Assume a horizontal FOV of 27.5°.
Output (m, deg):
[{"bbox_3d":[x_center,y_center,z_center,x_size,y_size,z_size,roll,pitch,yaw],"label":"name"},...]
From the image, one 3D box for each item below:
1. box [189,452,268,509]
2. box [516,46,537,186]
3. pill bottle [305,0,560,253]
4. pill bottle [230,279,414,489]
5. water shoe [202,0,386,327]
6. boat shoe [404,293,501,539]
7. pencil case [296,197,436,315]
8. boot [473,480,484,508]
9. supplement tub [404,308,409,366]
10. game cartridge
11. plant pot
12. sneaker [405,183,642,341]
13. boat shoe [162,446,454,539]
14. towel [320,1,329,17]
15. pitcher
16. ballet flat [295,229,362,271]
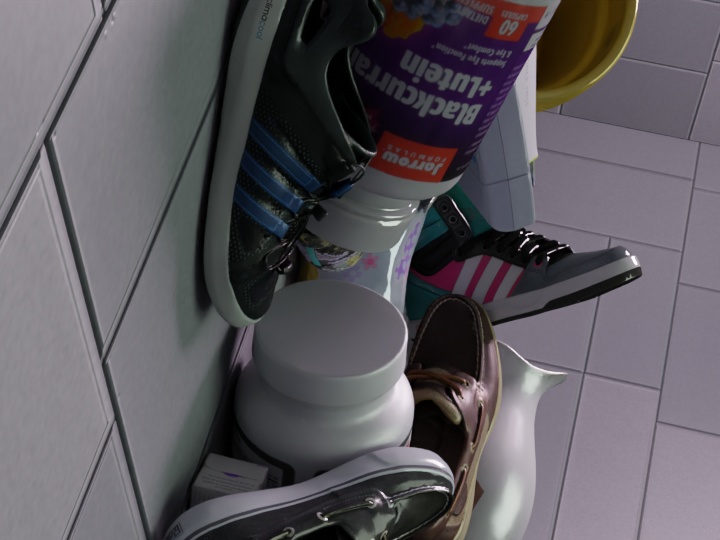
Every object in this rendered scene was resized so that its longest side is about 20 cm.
[{"bbox_3d":[-0.090,0.210,0.916,0.039,0.041,0.201,-64,164,-63],"label":"box"},{"bbox_3d":[0.065,-0.155,1.054,0.048,0.122,0.201,-37,131,-52],"label":"box"},{"bbox_3d":[0.027,-0.111,0.835,0.200,0.111,0.112,-62,-178,33],"label":"pill bottle"},{"bbox_3d":[-0.026,0.114,0.948,0.116,0.115,0.201,-68,168,-52],"label":"pill bottle"},{"bbox_3d":[-0.033,-0.054,0.767,0.072,0.079,0.201,-63,163,-62],"label":"water shoe"},{"bbox_3d":[0.057,0.100,1.034,0.072,0.072,0.201,72,28,-61],"label":"boat shoe"},{"bbox_3d":[0.000,0.000,1.059,0.083,0.090,0.201,-136,-124,-66],"label":"pencil case"},{"bbox_3d":[0.050,0.237,1.131,0.201,0.064,0.186,-63,148,-9],"label":"boot"},{"bbox_3d":[0.058,-0.008,1.323,0.132,0.131,0.201,-8,109,-82],"label":"supplement tub"},{"bbox_3d":[0.069,-0.131,0.949,0.133,0.040,0.201,-124,-161,-66],"label":"game cartridge"},{"bbox_3d":[0.132,-0.236,1.358,0.189,0.200,0.202,152,-48,-79],"label":"plant pot"},{"bbox_3d":[0.111,-0.023,1.119,0.084,0.199,0.121,-11,87,-57],"label":"sneaker"},{"bbox_3d":[-0.019,0.156,0.856,0.199,0.057,0.069,-9,130,-35],"label":"boat shoe"},{"bbox_3d":[-0.004,-0.251,0.837,0.200,0.032,0.192,-60,162,-56],"label":"towel"},{"bbox_3d":[0.078,0.145,1.219,0.171,0.121,0.201,34,68,-34],"label":"pitcher"},{"bbox_3d":[-0.006,-0.101,0.955,0.072,0.072,0.201,54,47,-80],"label":"ballet flat"}]
